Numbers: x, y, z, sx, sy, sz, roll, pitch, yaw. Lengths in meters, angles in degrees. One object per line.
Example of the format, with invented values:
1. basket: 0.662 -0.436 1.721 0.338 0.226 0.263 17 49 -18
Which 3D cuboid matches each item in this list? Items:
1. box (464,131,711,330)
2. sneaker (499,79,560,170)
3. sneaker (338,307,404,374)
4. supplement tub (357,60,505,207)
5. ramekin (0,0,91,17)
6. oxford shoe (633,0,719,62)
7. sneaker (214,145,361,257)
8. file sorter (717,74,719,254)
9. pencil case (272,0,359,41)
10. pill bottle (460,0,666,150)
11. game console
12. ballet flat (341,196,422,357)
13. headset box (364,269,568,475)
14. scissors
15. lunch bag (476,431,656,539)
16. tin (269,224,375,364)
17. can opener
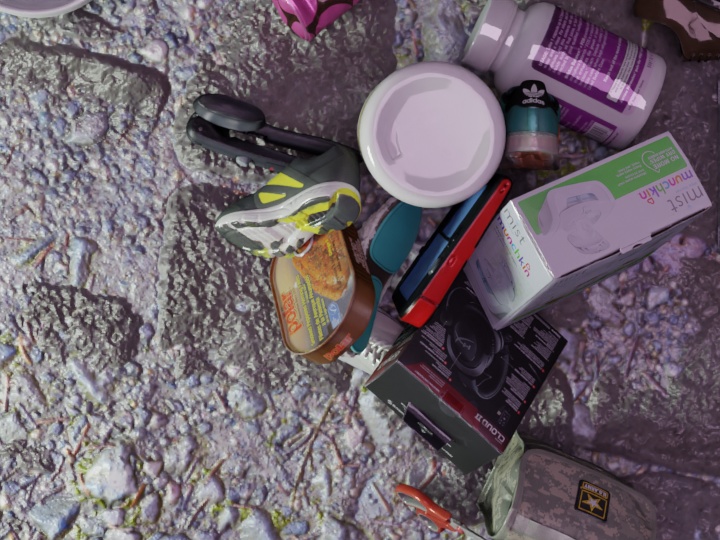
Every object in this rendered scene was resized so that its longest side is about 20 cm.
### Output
1. box: 0.227 -0.036 1.434 0.200 0.176 0.097 -24 78 -20
2. sneaker: 0.177 -0.149 1.451 0.071 0.200 0.080 3 87 1
3. sneaker: 0.032 0.089 1.533 0.200 0.071 0.073 26 95 -4
4. supplement tub: 0.069 -0.142 1.444 0.144 0.200 0.145 0 96 -1
5. ramekin: -0.335 -0.363 1.459 0.200 0.105 0.200 0 96 -1
6. oxford shoe: 0.388 -0.256 1.513 0.200 0.073 0.084 28 106 2
7. sneaker: -0.071 -0.074 1.492 0.074 0.200 0.085 41 49 -37
8. file sorter: 0.463 -0.112 1.491 0.124 0.139 0.200 -2 96 -4
9. pencil case: -0.015 -0.339 1.480 0.200 0.091 0.094 -44 131 1
10. pill bottle: 0.213 -0.217 1.485 0.200 0.112 0.112 25 95 -4
11. game console: 0.092 -0.029 1.457 0.031 0.200 0.177 30 95 -5
12. ballet flat: 0.000 0.000 1.509 0.072 0.072 0.200 26 69 -4
13. headset box: 0.111 0.105 1.479 0.149 0.077 0.200 41 52 -5
14. scissors: 0.098 0.270 1.500 0.014 0.200 0.073 -43 108 -17
15. lunch bag: 0.223 0.262 1.492 0.164 0.200 0.118 25 95 -3
16. tin: -0.042 0.015 1.468 0.112 0.200 0.042 -40 127 20
17. can opener: -0.093 -0.134 1.513 0.200 0.079 0.063 22 87 -13
